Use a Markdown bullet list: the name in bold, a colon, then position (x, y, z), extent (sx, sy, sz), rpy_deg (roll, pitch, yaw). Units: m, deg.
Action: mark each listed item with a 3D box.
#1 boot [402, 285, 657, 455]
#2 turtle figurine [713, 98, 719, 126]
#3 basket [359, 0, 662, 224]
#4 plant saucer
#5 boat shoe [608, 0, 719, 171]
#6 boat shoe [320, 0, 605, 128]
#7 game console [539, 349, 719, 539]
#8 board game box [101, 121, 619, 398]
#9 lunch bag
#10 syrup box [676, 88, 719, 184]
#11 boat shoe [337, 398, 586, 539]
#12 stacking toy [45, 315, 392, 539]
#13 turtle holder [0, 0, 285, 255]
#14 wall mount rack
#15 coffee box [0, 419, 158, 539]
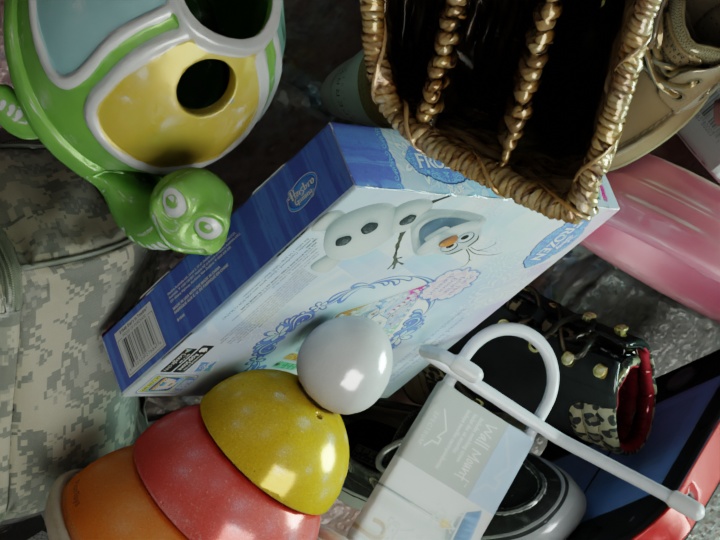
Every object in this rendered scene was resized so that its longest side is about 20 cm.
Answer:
- **boot**: position (0.086, 0.017, 1.696), extent (0.074, 0.153, 0.204), rpy_deg (-53, 146, -32)
- **turtle figurine**: position (0.304, -0.100, 1.605), extent (0.199, 0.144, 0.194), rpy_deg (25, 151, 5)
- **basket**: position (0.073, -0.148, 1.434), extent (0.142, 0.149, 0.201), rpy_deg (16, 113, 0)
- **plant saucer**: position (0.190, -0.015, 1.702), extent (0.200, 0.200, 0.051), rpy_deg (32, 86, -36)
- **boat shoe**: position (0.168, -0.126, 1.585), extent (0.071, 0.065, 0.200), rpy_deg (44, 114, 4)
- **boat shoe**: position (0.065, -0.118, 1.651), extent (0.199, 0.069, 0.071), rpy_deg (-12, 97, -35)
- **game console**: position (0.145, 0.122, 1.751), extent (0.176, 0.200, 0.031), rpy_deg (-22, 109, 40)
- **board game box**: position (0.000, 0.000, 1.564), extent (0.198, 0.044, 0.200), rpy_deg (4, 145, -45)
- **lunch bag**: position (-0.187, 0.033, 1.609), extent (0.167, 0.140, 0.201), rpy_deg (-7, 130, -20)
- **syrup box**: position (0.270, -0.049, 1.773), extent (0.081, 0.079, 0.200), rpy_deg (-41, 129, 9)
- **boat shoe**: position (0.042, 0.110, 1.737), extent (0.074, 0.199, 0.068), rpy_deg (-49, 130, -19)
- **stacking toy**: position (-0.054, 0.103, 1.557), extent (0.146, 0.146, 0.200), rpy_deg (29, 112, -36)
- **turtle holder**: position (-0.107, -0.108, 1.500), extent (0.141, 0.186, 0.132), rpy_deg (35, 145, -21)
- **wall mount rack**: position (0.077, 0.135, 1.620), extent (0.173, 0.075, 0.201), rpy_deg (32, 84, -18)
- **coffee box**: position (-0.122, 0.230, 1.741), extent (0.197, 0.200, 0.200), rpy_deg (-14, 129, -13)
